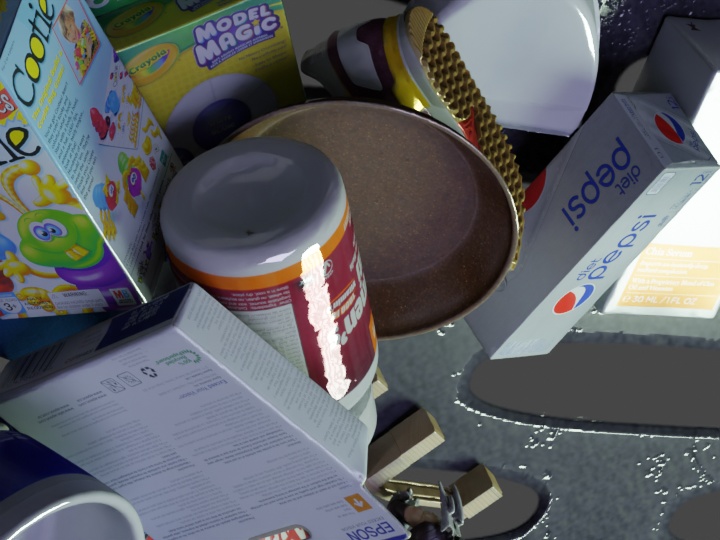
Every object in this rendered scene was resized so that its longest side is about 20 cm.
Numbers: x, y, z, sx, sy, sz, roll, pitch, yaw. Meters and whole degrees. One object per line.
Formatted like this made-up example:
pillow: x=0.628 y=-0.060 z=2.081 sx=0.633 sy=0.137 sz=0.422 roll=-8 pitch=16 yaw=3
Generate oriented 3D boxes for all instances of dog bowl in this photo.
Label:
dog bowl: x=-0.218 y=0.195 z=1.519 sx=0.200 sy=0.079 sz=0.200 roll=-41 pitch=148 yaw=-33

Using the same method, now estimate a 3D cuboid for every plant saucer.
plant saucer: x=-0.003 y=-0.038 z=1.614 sx=0.200 sy=0.037 sz=0.201 roll=3 pitch=134 yaw=3

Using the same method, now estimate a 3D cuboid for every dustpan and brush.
dustpan and brush: x=0.102 y=-0.184 z=1.647 sx=0.139 sy=0.057 sz=0.200 roll=8 pitch=132 yaw=-17

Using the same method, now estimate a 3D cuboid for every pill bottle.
pill bottle: x=-0.048 y=0.026 z=1.581 sx=0.109 sy=0.110 sz=0.200 roll=-22 pitch=135 yaw=-10

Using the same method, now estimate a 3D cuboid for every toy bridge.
toy bridge: x=0.026 y=0.127 z=1.879 sx=0.067 sy=0.027 sz=0.200 roll=-35 pitch=138 yaw=10

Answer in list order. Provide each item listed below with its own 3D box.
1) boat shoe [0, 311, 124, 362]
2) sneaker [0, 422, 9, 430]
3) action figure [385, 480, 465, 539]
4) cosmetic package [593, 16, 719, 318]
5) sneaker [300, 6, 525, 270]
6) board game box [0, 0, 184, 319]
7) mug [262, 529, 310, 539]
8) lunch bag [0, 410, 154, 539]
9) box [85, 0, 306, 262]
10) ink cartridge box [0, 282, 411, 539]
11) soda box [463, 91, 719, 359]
boat shoe: x=-0.216 y=0.009 z=1.623 sx=0.200 sy=0.069 sz=0.084 roll=21 pitch=113 yaw=-36
sneaker: x=-0.288 y=0.088 z=1.578 sx=0.078 sy=0.200 sz=0.090 roll=-59 pitch=172 yaw=23
action figure: x=0.004 y=0.213 z=1.856 sx=0.199 sy=0.130 sz=0.069 roll=-8 pitch=136 yaw=14
cosmetic package: x=0.224 y=-0.067 z=1.795 sx=0.101 sy=0.071 sz=0.200 roll=2 pitch=125 yaw=-30
sneaker: x=0.036 y=-0.075 z=1.654 sx=0.090 sy=0.075 sz=0.200 roll=-13 pitch=125 yaw=21
board game box: x=-0.192 y=-0.077 z=1.504 sx=0.103 sy=0.105 sz=0.200 roll=-5 pitch=138 yaw=23
mug: x=-0.112 y=0.140 z=1.776 sx=0.133 sy=0.178 sz=0.200 roll=-4 pitch=136 yaw=23
lunch bag: x=-0.221 y=0.158 z=1.676 sx=0.150 sy=0.094 sz=0.200 roll=-26 pitch=104 yaw=40
box: x=-0.094 y=-0.108 z=1.604 sx=0.117 sy=0.048 sz=0.200 roll=-23 pitch=133 yaw=-9
ink cartridge box: x=-0.091 y=0.103 z=1.571 sx=0.200 sy=0.041 sz=0.199 roll=43 pitch=141 yaw=-22
soda box: x=0.143 y=-0.029 z=1.748 sx=0.063 sy=0.068 sz=0.200 roll=-5 pitch=145 yaw=-46
